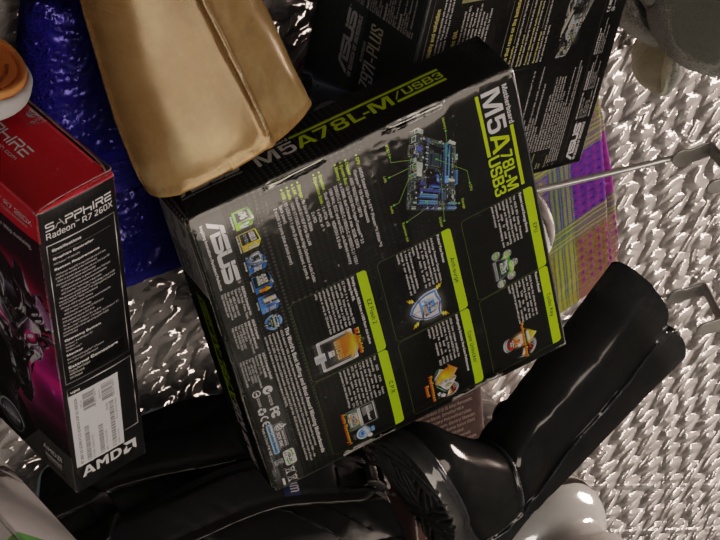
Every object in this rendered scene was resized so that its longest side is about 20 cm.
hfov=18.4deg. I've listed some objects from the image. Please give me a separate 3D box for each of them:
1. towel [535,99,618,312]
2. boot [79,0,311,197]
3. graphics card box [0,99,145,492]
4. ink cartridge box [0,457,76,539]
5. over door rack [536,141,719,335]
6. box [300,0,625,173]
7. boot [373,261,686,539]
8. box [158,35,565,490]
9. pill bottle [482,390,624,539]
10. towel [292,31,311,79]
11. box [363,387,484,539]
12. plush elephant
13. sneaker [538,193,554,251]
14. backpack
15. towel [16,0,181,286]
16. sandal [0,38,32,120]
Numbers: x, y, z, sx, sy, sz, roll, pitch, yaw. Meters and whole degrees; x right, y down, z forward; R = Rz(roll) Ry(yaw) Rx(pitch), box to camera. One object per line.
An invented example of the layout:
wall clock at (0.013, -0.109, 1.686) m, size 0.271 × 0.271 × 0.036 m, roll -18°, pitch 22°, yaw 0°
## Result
towel at (0.111, -0.025, 1.492) m, size 0.144 × 0.023 × 0.200 m, roll -34°, pitch 141°, yaw -18°
boot at (-0.069, -0.161, 1.094) m, size 0.175 × 0.066 × 0.200 m, roll -28°, pitch 119°, yaw -9°
graphics card box at (-0.171, 0.004, 1.136) m, size 0.051 × 0.125 × 0.200 m, roll -31°, pitch 141°, yaw -28°
ink cartridge box at (-0.232, 0.164, 1.160) m, size 0.146 × 0.200 × 0.084 m, roll -51°, pitch 147°, yaw 4°
over door rack at (0.130, -0.020, 1.401) m, size 0.200 × 0.067 × 0.148 m, roll -5°, pitch 139°, yaw 2°
box at (0.063, -0.149, 1.237) m, size 0.164 × 0.086 × 0.200 m, roll -17°, pitch 133°, yaw -38°
boot at (0.106, 0.075, 1.323) m, size 0.200 × 0.066 × 0.165 m, roll -44°, pitch 151°, yaw -12°
box at (0.007, -0.001, 1.197) m, size 0.193 × 0.048 × 0.200 m, roll -28°, pitch 131°, yaw -14°
pill bottle at (0.092, 0.167, 1.495) m, size 0.116 × 0.200 × 0.116 m, roll -27°, pitch 140°, yaw -26°
towel at (0.027, -0.129, 1.309) m, size 0.144 × 0.023 × 0.200 m, roll 19°, pitch 108°, yaw -53°
box at (0.023, 0.128, 1.410) m, size 0.075 × 0.100 × 0.200 m, roll -19°, pitch 111°, yaw -40°
plush elephant at (0.230, -0.177, 1.382) m, size 0.164 × 0.155 × 0.200 m, roll -8°, pitch 101°, yaw 9°
sneaker at (0.000, 0.000, 1.326) m, size 0.200 × 0.081 × 0.146 m, roll -17°, pitch 177°, yaw -25°
backpack at (-0.100, 0.154, 1.331) m, size 0.200 × 0.163 × 0.154 m, roll -8°, pitch 143°, yaw -34°
towel at (-0.113, -0.079, 1.186) m, size 0.148 × 0.050 × 0.200 m, roll -25°, pitch 138°, yaw -31°
sandal at (-0.227, -0.115, 1.009) m, size 0.206 × 0.079 × 0.059 m, roll 4°, pitch 122°, yaw -46°
